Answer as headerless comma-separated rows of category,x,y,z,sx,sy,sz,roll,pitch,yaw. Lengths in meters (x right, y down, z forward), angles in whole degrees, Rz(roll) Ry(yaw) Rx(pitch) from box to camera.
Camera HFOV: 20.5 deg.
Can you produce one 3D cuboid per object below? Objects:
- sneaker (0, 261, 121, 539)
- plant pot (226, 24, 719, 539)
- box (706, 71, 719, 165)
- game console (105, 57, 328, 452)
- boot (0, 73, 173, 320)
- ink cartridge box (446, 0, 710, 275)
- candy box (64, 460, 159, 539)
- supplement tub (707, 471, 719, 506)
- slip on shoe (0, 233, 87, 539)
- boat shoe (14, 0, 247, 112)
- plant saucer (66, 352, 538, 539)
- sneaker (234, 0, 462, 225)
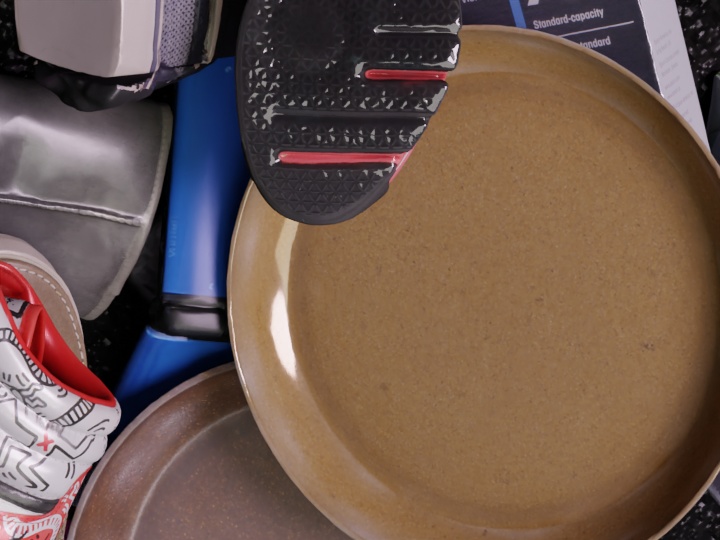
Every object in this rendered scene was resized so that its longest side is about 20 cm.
sneaker,-0.177,0.022,0.676,0.201,0.067,0.108,38,96,0
plant pot,0.047,0.013,0.717,0.201,0.200,0.027,-56,166,19
box,0.248,0.003,0.886,0.198,0.097,0.178,-5,120,-19
game console,0.000,0.000,0.831,0.198,0.118,0.172,5,87,-21
boot,-0.160,-0.064,0.701,0.198,0.073,0.183,12,130,-20
ink cartridge box,0.071,-0.067,0.732,0.099,0.039,0.202,-9,103,32
candy box,-0.198,0.113,0.807,0.199,0.061,0.137,26,109,-31
supplement tub,0.211,0.023,0.759,0.200,0.107,0.107,-39,127,4
slip on shoe,-0.140,0.087,0.740,0.075,0.061,0.202,4,112,-26
boat shoe,-0.068,-0.160,0.685,0.092,0.074,0.202,-16,118,-50
plant saucer,-0.019,0.131,0.781,0.198,0.034,0.202,1,94,13
sneaker,0.003,-0.115,0.688,0.073,0.087,0.202,8,93,3
